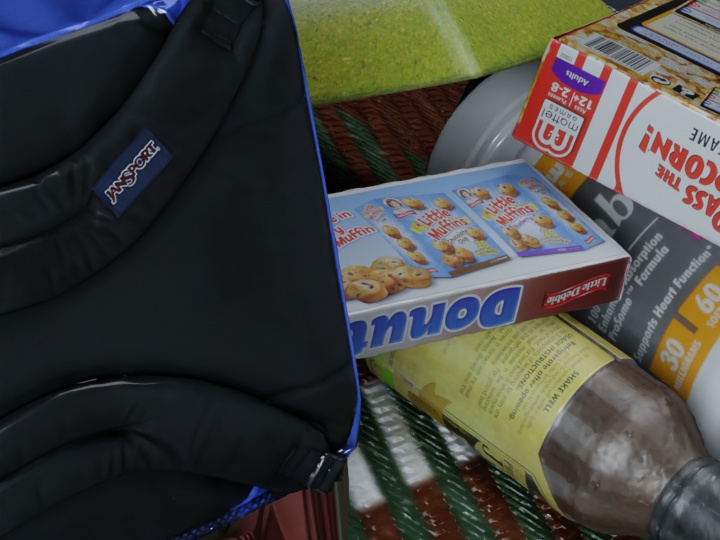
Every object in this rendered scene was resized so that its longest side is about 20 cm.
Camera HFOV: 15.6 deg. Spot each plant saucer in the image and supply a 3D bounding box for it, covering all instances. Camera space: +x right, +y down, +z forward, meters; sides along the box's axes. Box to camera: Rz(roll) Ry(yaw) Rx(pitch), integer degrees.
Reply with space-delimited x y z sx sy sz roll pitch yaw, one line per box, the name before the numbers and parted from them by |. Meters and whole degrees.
plant saucer | -0.009 -0.101 1.138 0.199 0.048 0.200 -8 6 25

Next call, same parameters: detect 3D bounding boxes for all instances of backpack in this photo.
backpack | -0.123 0.006 0.700 0.199 0.163 0.168 -22 23 -22

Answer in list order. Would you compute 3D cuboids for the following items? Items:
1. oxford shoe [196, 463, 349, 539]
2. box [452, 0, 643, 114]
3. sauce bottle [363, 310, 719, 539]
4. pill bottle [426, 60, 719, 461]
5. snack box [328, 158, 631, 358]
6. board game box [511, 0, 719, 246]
oxford shoe | -0.058 0.099 0.742 0.074 0.071 0.200 -2 19 15
box | 0.159 -0.060 1.314 0.148 0.105 0.199 37 22 31
sauce bottle | 0.079 0.055 0.987 0.200 0.065 0.065 37 23 29
pill bottle | 0.123 -0.003 1.109 0.116 0.117 0.200 4 28 -45
snack box | 0.000 0.000 0.957 0.199 0.024 0.072 -11 39 -32
board game box | 0.169 -0.058 1.059 0.151 0.047 0.200 30 25 18
